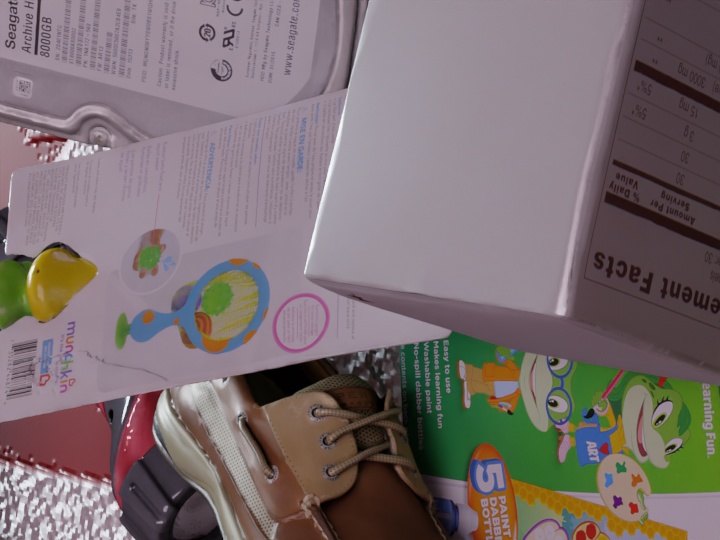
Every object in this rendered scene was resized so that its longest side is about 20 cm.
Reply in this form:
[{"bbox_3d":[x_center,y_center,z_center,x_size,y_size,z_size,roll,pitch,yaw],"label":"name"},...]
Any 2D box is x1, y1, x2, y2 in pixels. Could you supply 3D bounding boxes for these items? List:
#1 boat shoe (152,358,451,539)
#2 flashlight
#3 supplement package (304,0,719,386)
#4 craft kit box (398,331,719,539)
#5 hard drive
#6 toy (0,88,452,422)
[{"bbox_3d":[-0.017,0.076,0.776,0.200,0.075,0.074,40,118,44],"label":"boat shoe"},{"bbox_3d":[-0.120,0.050,0.920,0.200,0.067,0.068,43,148,35],"label":"flashlight"},{"bbox_3d":[0.080,-0.074,0.662,0.117,0.117,0.201,9,83,46],"label":"supplement package"},{"bbox_3d":[0.098,0.111,0.732,0.197,0.048,0.201,-8,84,45],"label":"craft kit box"},{"bbox_3d":[-0.087,-0.115,0.808,0.199,0.038,0.140,16,118,12],"label":"hard drive"},{"bbox_3d":[-0.050,-0.002,0.785,0.199,0.047,0.116,-10,60,20],"label":"toy"}]
